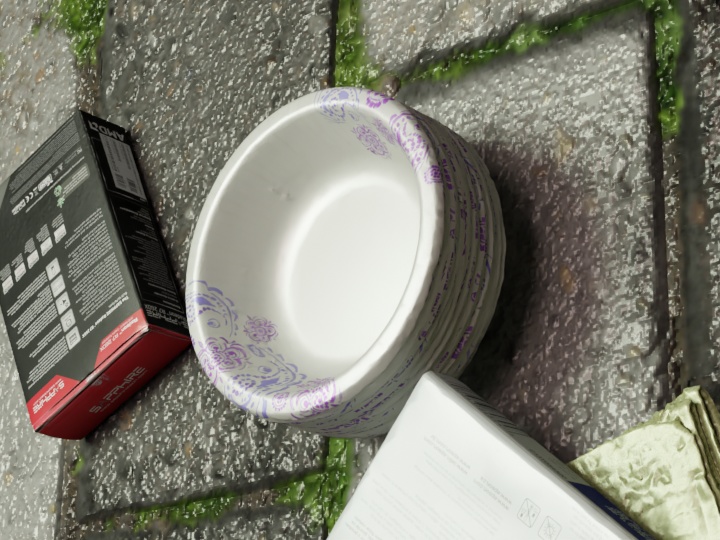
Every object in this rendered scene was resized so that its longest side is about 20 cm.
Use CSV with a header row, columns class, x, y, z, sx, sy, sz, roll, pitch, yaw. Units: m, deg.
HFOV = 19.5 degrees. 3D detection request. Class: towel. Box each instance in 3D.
class,x,y,z,sx,sy,sz,roll,pitch,yaw
towel,0.131,0.166,1.107,0.200,0.036,0.149,-35,55,28

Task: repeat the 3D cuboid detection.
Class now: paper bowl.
class,x,y,z,sx,sy,sz,roll,pitch,yaw
paper bowl,0.000,0.000,1.240,0.200,0.104,0.201,-17,64,39

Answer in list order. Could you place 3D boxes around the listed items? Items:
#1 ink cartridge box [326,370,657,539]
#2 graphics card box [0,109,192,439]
class,x,y,z,sx,sy,sz,roll,pitch,yaw
ink cartridge box,0.056,0.187,1.115,0.196,0.043,0.200,39,105,40
graphics card box,-0.195,0.002,1.459,0.125,0.051,0.200,-41,52,25
